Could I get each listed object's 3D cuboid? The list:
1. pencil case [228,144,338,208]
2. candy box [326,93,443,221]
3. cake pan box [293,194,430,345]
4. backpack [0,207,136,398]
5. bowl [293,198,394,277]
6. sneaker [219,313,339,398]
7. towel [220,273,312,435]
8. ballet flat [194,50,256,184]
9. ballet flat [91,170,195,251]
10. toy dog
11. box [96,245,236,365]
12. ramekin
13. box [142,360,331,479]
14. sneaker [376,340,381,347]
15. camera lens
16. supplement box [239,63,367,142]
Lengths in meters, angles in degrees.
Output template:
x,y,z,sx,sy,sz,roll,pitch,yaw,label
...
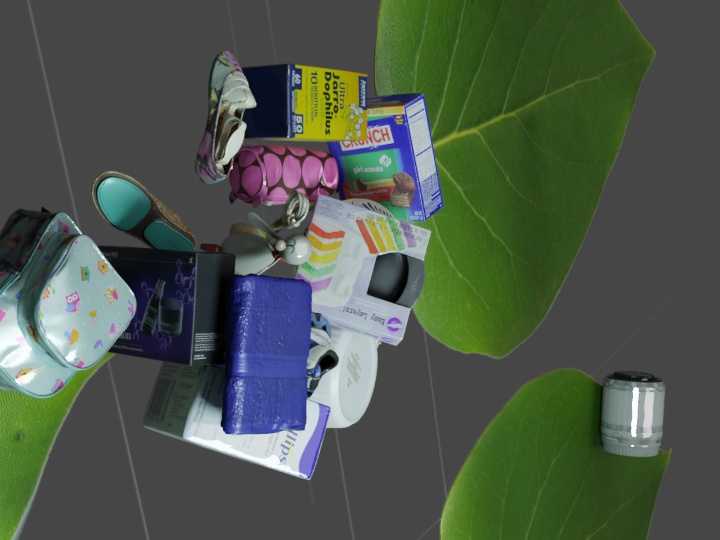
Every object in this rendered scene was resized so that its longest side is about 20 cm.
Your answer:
x,y,z,sx,sy,sz,roll,pitch,yaw,label
-0.115,-0.144,1.660,0.199,0.091,0.094,-8,62,-51,pencil case
0.038,-0.188,1.792,0.077,0.167,0.203,-37,122,-50,candy box
0.000,0.000,1.648,0.052,0.197,0.187,130,-22,-76,cake pan box
-0.380,0.050,1.272,0.201,0.152,0.177,-55,139,-25,backpack
-0.002,-0.007,1.740,0.198,0.094,0.203,-12,120,-21,bowl
-0.112,0.125,1.535,0.197,0.116,0.081,-5,128,-27,sneaker
-0.123,0.108,1.363,0.147,0.049,0.203,9,84,-53,towel
-0.192,-0.224,1.559,0.069,0.070,0.203,22,75,-51,ballet flat
-0.300,-0.080,1.440,0.070,0.065,0.200,-38,138,2,ballet flat
-0.161,-0.034,1.549,0.095,0.199,0.134,13,57,-36,toy dog
-0.260,0.042,1.386,0.078,0.198,0.144,6,88,-53,box
-0.044,0.160,1.706,0.202,0.093,0.206,7,90,-67,ramekin
-0.174,0.204,1.475,0.198,0.183,0.106,24,77,-26,box
0.028,0.043,1.884,0.100,0.069,0.201,56,50,-37,sneaker
0.703,0.367,2.750,0.159,0.158,0.203,1,93,-53,camera lens
-0.088,-0.259,1.665,0.199,0.108,0.111,-8,100,-53,supplement box
